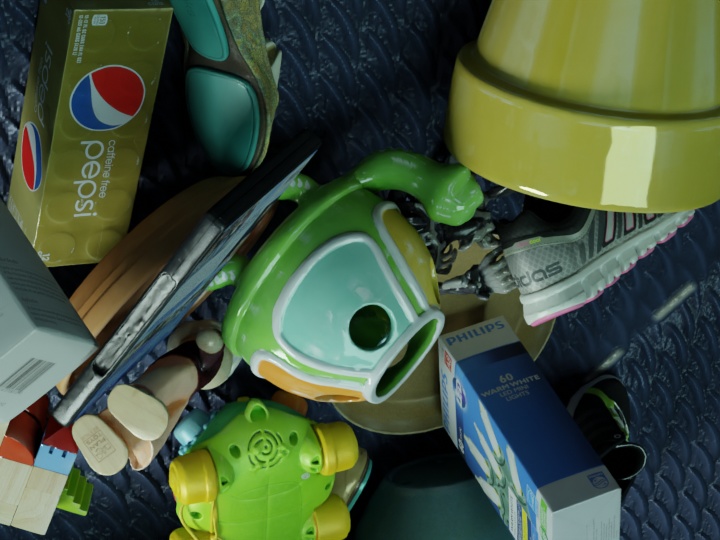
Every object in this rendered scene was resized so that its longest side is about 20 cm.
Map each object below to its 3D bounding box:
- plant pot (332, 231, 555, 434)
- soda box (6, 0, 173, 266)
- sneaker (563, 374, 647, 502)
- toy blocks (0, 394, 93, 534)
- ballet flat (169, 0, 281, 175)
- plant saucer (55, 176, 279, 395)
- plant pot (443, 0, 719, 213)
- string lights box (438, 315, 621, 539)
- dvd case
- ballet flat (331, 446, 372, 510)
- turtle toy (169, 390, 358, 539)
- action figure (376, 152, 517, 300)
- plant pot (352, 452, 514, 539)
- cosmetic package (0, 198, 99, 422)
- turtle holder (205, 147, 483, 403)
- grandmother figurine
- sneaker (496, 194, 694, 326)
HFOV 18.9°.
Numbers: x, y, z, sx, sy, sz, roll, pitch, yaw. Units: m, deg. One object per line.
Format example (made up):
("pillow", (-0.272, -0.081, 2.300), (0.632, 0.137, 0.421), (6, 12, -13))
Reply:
("plant pot", (0.059, 0.044, 1.683), (0.199, 0.028, 0.201), (-16, 134, -17))
("soda box", (-0.177, -0.100, 1.397), (0.068, 0.064, 0.200), (-4, 130, -26))
("sneaker", (0.200, 0.154, 1.743), (0.083, 0.200, 0.072), (-16, 116, 33))
("toy blocks", (-0.266, 0.103, 1.472), (0.199, 0.100, 0.137), (18, 136, -10))
("ballet flat", (-0.083, -0.148, 1.414), (0.070, 0.071, 0.200), (-22, 137, -10))
("plant saucer", (-0.138, 0.004, 1.468), (0.200, 0.037, 0.200), (-43, 172, -7))
("plant pot", (0.167, -0.160, 1.456), (0.200, 0.201, 0.190), (-2, 113, -27))
("string lights box", (0.126, 0.139, 1.640), (0.059, 0.200, 0.103), (-18, 134, -14))
("dvd case", (-0.109, 0.004, 1.356), (0.200, 0.018, 0.143), (-49, 178, 34))
("ballet flat", (-0.052, 0.214, 1.759), (0.063, 0.069, 0.200), (20, 118, -8))
("turtle toy", (-0.086, 0.169, 1.658), (0.145, 0.101, 0.200), (-10, 132, -19))
("action figure", (0.081, -0.036, 1.563), (0.199, 0.119, 0.102), (-17, 175, -22))
("plant pot", (0.075, 0.225, 1.757), (0.199, 0.200, 0.135), (-12, 102, -19))
("cosmetic package", (-0.257, -0.014, 1.315), (0.085, 0.200, 0.108), (-39, 164, 7))
("turtle holder", (-0.003, 0.008, 1.482), (0.185, 0.132, 0.141), (-42, 159, -26))
("grandmother figurine", (-0.133, 0.082, 1.499), (0.121, 0.200, 0.061), (-31, 94, 23))
("sneaker", (0.166, -0.047, 1.517), (0.200, 0.074, 0.088), (-39, 104, -34))
